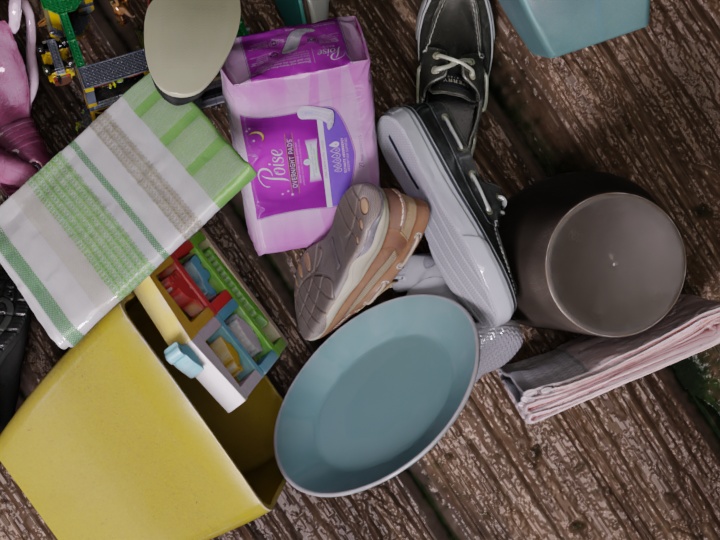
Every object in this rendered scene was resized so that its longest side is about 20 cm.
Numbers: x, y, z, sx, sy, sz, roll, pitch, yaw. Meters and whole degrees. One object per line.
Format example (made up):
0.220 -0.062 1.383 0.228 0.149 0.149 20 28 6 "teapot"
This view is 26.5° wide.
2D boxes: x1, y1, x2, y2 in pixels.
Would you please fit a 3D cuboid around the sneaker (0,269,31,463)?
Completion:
-0.323 0.093 1.307 0.075 0.091 0.202 6 59 6 "sneaker"

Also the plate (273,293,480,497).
0.016 0.104 1.243 0.200 0.200 0.026 -41 123 1 "plate"

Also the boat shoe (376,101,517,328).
0.087 -0.053 1.256 0.070 0.072 0.201 -23 83 -23 "boat shoe"

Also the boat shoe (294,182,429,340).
0.000 0.000 1.286 0.071 0.200 0.076 1 61 -25 "boat shoe"

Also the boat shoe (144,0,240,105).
-0.133 -0.212 1.224 0.073 0.063 0.203 7 59 -8 "boat shoe"

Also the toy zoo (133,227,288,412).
-0.125 0.041 1.266 0.020 0.200 0.132 -36 94 15 "toy zoo"

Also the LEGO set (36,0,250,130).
-0.174 -0.183 1.310 0.199 0.116 0.154 -25 65 -14 "LEGO set"

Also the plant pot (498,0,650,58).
0.167 -0.290 1.291 0.140 0.141 0.202 -19 102 -1 "plant pot"

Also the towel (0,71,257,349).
-0.190 -0.050 1.195 0.200 0.031 0.149 -41 59 -1 "towel"

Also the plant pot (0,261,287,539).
-0.183 0.135 1.282 0.176 0.200 0.201 -34 95 13 "plant pot"

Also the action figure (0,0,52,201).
-0.290 -0.109 1.288 0.148 0.134 0.201 -32 85 -1 "action figure"

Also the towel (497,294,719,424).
0.211 0.067 1.282 0.190 0.200 0.032 -23 92 1 "towel"

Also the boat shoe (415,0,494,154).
0.082 -0.162 1.328 0.070 0.064 0.202 3 94 -3 "boat shoe"

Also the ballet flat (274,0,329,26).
-0.061 -0.290 1.319 0.069 0.069 0.201 -25 94 0 "ballet flat"

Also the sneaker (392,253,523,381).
0.044 0.058 1.335 0.199 0.075 0.116 -33 60 27 "sneaker"

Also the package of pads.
-0.047 -0.107 1.274 0.119 0.076 0.201 -11 135 -5 "package of pads"

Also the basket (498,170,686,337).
0.194 -0.011 1.274 0.179 0.200 0.137 -18 95 -2 "basket"
